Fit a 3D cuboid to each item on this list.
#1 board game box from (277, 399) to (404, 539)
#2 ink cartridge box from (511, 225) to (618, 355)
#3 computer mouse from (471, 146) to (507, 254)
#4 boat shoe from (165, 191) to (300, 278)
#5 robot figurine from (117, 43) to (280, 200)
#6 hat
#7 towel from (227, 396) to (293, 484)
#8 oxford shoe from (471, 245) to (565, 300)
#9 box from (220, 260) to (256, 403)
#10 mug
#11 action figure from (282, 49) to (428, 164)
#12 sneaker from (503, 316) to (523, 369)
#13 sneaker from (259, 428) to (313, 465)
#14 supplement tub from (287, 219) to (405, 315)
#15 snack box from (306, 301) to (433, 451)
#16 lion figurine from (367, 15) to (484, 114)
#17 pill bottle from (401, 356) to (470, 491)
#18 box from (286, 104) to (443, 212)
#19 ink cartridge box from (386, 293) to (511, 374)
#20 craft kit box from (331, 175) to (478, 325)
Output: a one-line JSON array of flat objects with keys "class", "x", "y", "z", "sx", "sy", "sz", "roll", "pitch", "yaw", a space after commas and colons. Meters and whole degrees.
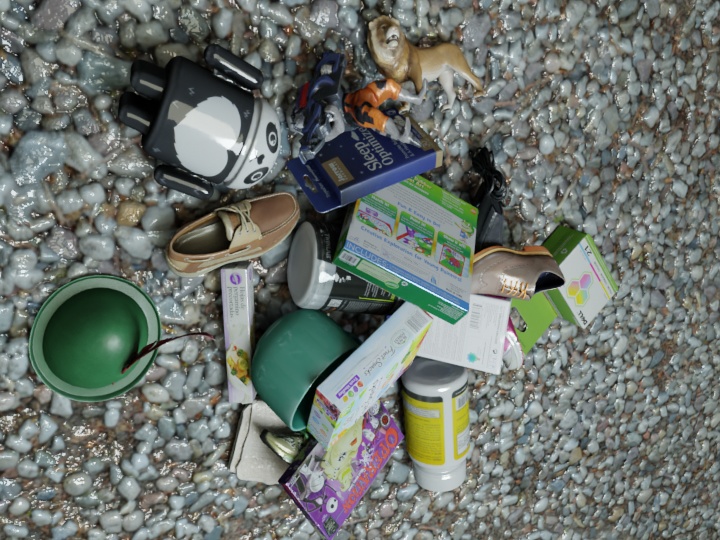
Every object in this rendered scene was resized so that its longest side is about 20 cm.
[{"class": "board game box", "x": -0.023, "y": 0.280, "z": 0.950, "sx": 0.200, "sy": 0.032, "sz": 0.122, "roll": -47, "pitch": 117, "yaw": -32}, {"class": "ink cartridge box", "x": 0.350, "y": 0.048, "z": 1.141, "sx": 0.200, "sy": 0.075, "sz": 0.148, "roll": -46, "pitch": 119, "yaw": -8}, {"class": "computer mouse", "x": 0.194, "y": -0.082, "z": 1.016, "sx": 0.051, "sy": 0.140, "sz": 0.205, "roll": -8, "pitch": 124, "yaw": 0}, {"class": "boat shoe", "x": -0.167, "y": -0.052, "z": 0.847, "sx": 0.196, "sy": 0.072, "sz": 0.077, "roll": -30, "pitch": 81, "yaw": -16}, {"class": "robot figurine", "x": -0.192, "y": -0.180, "z": 0.779, "sx": 0.196, "sy": 0.149, "sz": 0.129, "roll": 21, "pitch": 60, "yaw": -29}, {"class": "hat", "x": -0.312, "y": 0.104, "z": 0.775, "sx": 0.164, "sy": 0.175, "sz": 0.203, "roll": 31, "pitch": 91, "yaw": -29}, {"class": "towel", "x": -0.107, "y": 0.271, "z": 1.008, "sx": 0.195, "sy": 0.034, "sz": 0.137, "roll": 11, "pitch": 101, "yaw": -28}, {"class": "oxford shoe", "x": 0.231, "y": 0.009, "z": 0.977, "sx": 0.194, "sy": 0.074, "sz": 0.073, "roll": -11, "pitch": 132, "yaw": -23}, {"class": "box", "x": -0.173, "y": 0.090, "z": 0.912, "sx": 0.037, "sy": 0.042, "sz": 0.207, "roll": 1, "pitch": 106, "yaw": 1}, {"class": "mug", "x": -0.081, "y": 0.136, "z": 0.928, "sx": 0.153, "sy": 0.114, "sz": 0.185, "roll": -51, "pitch": 160, "yaw": -2}, {"class": "action figure", "x": -0.018, "y": -0.193, "z": 0.842, "sx": 0.106, "sy": 0.187, "sz": 0.205, "roll": 70, "pitch": 31, "yaw": -52}, {"class": "sneaker", "x": 0.216, "y": 0.101, "z": 1.092, "sx": 0.086, "sy": 0.082, "sz": 0.202, "roll": -26, "pitch": 121, "yaw": 14}, {"class": "sneaker", "x": -0.067, "y": 0.255, "z": 0.973, "sx": 0.197, "sy": 0.076, "sz": 0.091, "roll": 25, "pitch": 81, "yaw": -37}, {"class": "supplement tub", "x": 0.000, "y": 0.000, "z": 0.929, "sx": 0.194, "sy": 0.122, "sz": 0.127, "roll": 8, "pitch": 102, "yaw": -27}, {"class": "snack box", "x": 0.013, "y": 0.148, "z": 0.901, "sx": 0.199, "sy": 0.053, "sz": 0.144, "roll": -40, "pitch": 160, "yaw": -30}, {"class": "lion figurine", "x": 0.097, "y": -0.300, "z": 0.924, "sx": 0.196, "sy": 0.072, "sz": 0.127, "roll": -9, "pitch": 83, "yaw": -38}, {"class": "pill bottle", "x": 0.129, "y": 0.259, "z": 1.074, "sx": 0.111, "sy": 0.114, "sz": 0.207, "roll": -13, "pitch": 110, "yaw": -21}, {"class": "box", "x": 0.003, "y": -0.159, "z": 0.886, "sx": 0.196, "sy": 0.122, "sz": 0.033, "roll": -25, "pitch": 144, "yaw": -17}, {"class": "ink cartridge box", "x": 0.138, "y": 0.084, "z": 1.024, "sx": 0.193, "sy": 0.042, "sz": 0.123, "roll": 10, "pitch": 106, "yaw": 14}, {"class": "craft kit box", "x": 0.071, "y": -0.052, "z": 0.897, "sx": 0.196, "sy": 0.049, "sz": 0.202, "roll": 27, "pitch": 52, "yaw": -13}]
